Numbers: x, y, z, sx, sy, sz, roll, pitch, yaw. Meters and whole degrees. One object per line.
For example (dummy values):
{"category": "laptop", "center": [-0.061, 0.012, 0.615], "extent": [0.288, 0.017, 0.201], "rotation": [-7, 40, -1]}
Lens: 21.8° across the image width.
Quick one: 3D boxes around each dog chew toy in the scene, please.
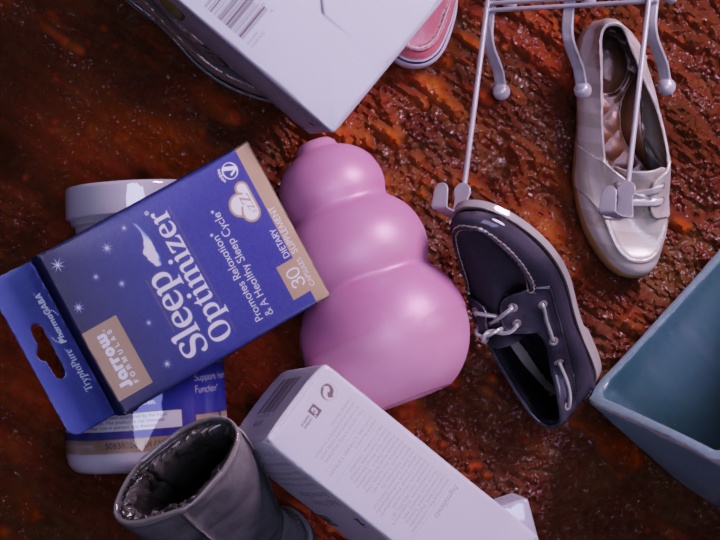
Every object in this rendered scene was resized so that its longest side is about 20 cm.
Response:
{"category": "dog chew toy", "center": [0.000, 0.000, 1.347], "extent": [0.124, 0.125, 0.200], "rotation": [-20, 84, -10]}

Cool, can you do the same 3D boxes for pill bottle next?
{"category": "pill bottle", "center": [-0.156, 0.039, 1.316], "extent": [0.115, 0.116, 0.200], "rotation": [-4, 89, -10]}

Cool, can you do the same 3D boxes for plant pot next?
{"category": "plant pot", "center": [0.330, 0.111, 1.367], "extent": [0.196, 0.196, 0.200], "rotation": [-46, 112, -9]}

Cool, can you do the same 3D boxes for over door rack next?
{"category": "over door rack", "center": [0.146, -0.120, 1.355], "extent": [0.148, 0.067, 0.200], "rotation": [1, 66, 32]}

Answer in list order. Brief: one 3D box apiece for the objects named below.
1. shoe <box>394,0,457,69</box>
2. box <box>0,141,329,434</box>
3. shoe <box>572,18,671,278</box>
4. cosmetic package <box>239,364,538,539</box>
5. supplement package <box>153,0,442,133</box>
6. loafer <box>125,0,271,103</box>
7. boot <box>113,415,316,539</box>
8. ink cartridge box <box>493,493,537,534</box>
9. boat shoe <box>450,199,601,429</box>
{"category": "shoe", "center": [0.048, -0.253, 1.374], "extent": [0.071, 0.091, 0.201], "rotation": [4, 87, -10]}
{"category": "box", "center": [-0.133, 0.013, 1.248], "extent": [0.200, 0.032, 0.121], "rotation": [-30, 96, -19]}
{"category": "shoe", "center": [0.196, -0.093, 1.413], "extent": [0.070, 0.053, 0.200], "rotation": [-8, 89, -10]}
{"category": "cosmetic package", "center": [0.015, 0.153, 1.298], "extent": [0.200, 0.102, 0.074], "rotation": [41, 74, -11]}
{"category": "supplement package", "center": [-0.053, -0.215, 1.282], "extent": [0.200, 0.111, 0.156], "rotation": [40, 87, -9]}
{"category": "loafer", "center": [-0.107, -0.187, 1.359], "extent": [0.200, 0.063, 0.072], "rotation": [34, 82, -7]}
{"category": "boot", "center": [-0.119, 0.198, 1.273], "extent": [0.073, 0.200, 0.182], "rotation": [38, 83, 22]}
{"category": "ink cartridge box", "center": [0.055, 0.288, 1.382], "extent": [0.200, 0.041, 0.200], "rotation": [-17, 91, -10]}
{"category": "boat shoe", "center": [0.115, 0.034, 1.346], "extent": [0.200, 0.073, 0.063], "rotation": [58, 49, -35]}
